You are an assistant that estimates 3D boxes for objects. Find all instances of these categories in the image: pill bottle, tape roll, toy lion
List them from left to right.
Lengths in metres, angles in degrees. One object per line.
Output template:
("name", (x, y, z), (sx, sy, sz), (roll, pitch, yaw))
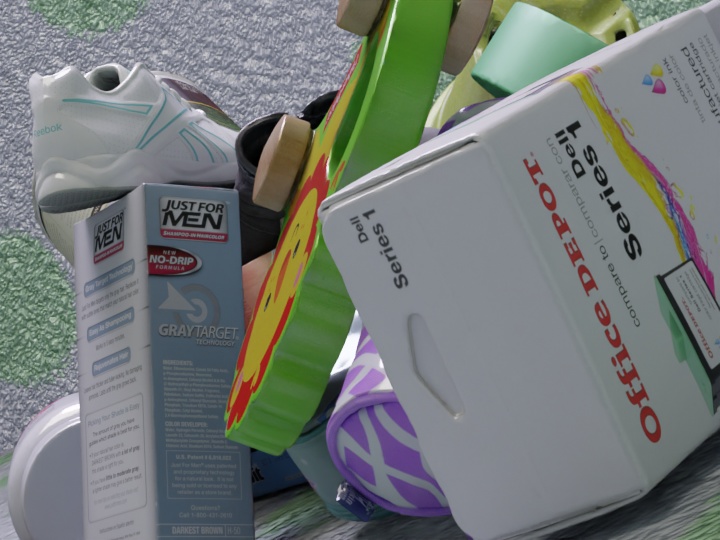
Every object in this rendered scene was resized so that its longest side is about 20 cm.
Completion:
("pill bottle", (-0.159, 0.133, 1.421), (0.113, 0.114, 0.200), (-28, 2, -7))
("toy lion", (-0.012, -0.022, 1.048), (0.200, 0.068, 0.193), (118, 168, -45))
("tape roll", (0.152, -0.067, 1.226), (0.048, 0.200, 0.200), (-57, 2, 2))

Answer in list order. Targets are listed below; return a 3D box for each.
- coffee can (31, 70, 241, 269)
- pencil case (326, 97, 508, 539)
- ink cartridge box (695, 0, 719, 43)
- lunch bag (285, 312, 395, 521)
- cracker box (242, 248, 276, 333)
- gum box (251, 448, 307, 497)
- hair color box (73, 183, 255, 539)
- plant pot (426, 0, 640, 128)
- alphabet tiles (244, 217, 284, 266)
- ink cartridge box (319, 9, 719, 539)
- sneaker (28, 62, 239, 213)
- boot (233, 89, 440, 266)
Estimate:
("coffee can", (-0.104, -0.020, 1.476), (0.146, 0.147, 0.200), (-28, 42, -17))
("pencil case", (0.050, 0.016, 0.998), (0.084, 0.085, 0.201), (-36, 25, 46))
("ink cartridge box", (0.227, -0.095, 1.573), (0.199, 0.146, 0.084), (-28, 3, -15))
("lunch bag", (0.054, 0.027, 1.139), (0.199, 0.077, 0.161), (-26, 28, 11))
("cracker box", (0.038, 0.022, 1.267), (0.199, 0.134, 0.058), (-28, -32, -9))
("gum box", (-0.003, 0.085, 1.520), (0.199, 0.045, 0.170), (-30, 3, -33))
("hair color box", (-0.107, 0.063, 1.244), (0.060, 0.202, 0.099), (3, -14, -30))
("plant pot", (0.139, -0.119, 1.706), (0.199, 0.201, 0.190), (-28, -21, -9))
("alphabet tiles", (0.000, 0.000, 1.356), (0.166, 0.006, 0.200), (-25, -25, -13))
("ink cartridge box", (0.092, -0.002, 0.913), (0.084, 0.146, 0.200), (-23, 5, 37))
("sneaker", (-0.116, -0.078, 1.309), (0.070, 0.081, 0.200), (-16, -6, 27))
("boot", (0.002, -0.058, 1.322), (0.199, 0.070, 0.132), (-28, -19, -35))
